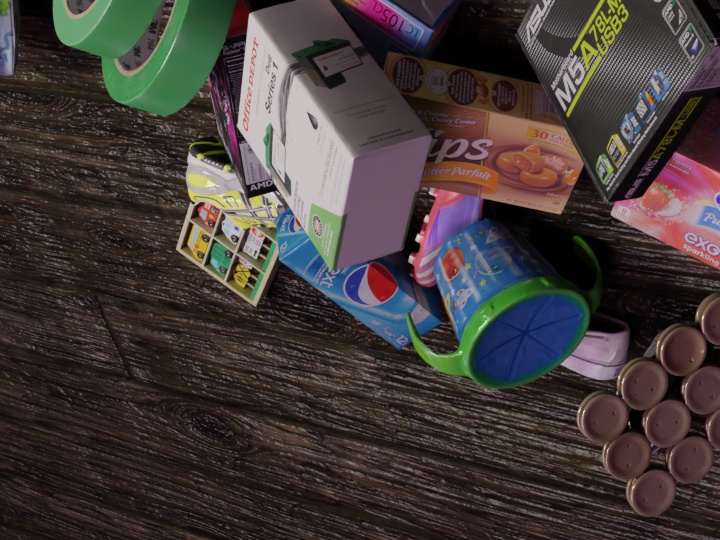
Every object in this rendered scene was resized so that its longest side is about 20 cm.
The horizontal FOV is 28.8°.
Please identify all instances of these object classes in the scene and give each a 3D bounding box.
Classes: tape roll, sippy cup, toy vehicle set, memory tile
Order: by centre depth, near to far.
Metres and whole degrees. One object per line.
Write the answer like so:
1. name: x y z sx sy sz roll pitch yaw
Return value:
1. tape roll: -0.234 -0.306 1.345 0.048 0.202 0.200 14 155 -33
2. tape roll: -0.185 -0.253 1.351 0.048 0.202 0.200 15 154 -32
3. memory tile: 0.313 0.129 1.351 0.154 0.200 0.017 53 177 -22
4. sippy cup: 0.139 0.024 1.381 0.140 0.177 0.131 -63 39 35
5. toy vehicle set: -0.143 -0.053 1.652 0.124 0.027 0.200 34 142 6

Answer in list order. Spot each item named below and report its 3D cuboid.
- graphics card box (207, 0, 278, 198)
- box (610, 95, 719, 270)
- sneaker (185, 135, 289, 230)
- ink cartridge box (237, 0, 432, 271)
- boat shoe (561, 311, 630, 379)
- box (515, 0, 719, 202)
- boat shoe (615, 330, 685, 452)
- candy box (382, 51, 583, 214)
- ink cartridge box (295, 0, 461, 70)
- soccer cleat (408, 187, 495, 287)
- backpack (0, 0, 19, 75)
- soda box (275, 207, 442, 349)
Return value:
1. graphics card box: -0.124 -0.190 1.432 0.126 0.051 0.201 -118 14 -46
2. box: 0.332 -0.063 1.201 0.199 0.095 0.103 29 139 13
3. sneaker: -0.099 -0.078 1.537 0.199 0.075 0.077 26 125 11
4. ink cartridge box: -0.029 -0.125 1.250 0.200 0.084 0.147 55 150 32
5. boat shoe: 0.188 0.044 1.457 0.199 0.074 0.066 20 123 18
6. box: 0.213 -0.190 1.130 0.194 0.047 0.200 66 151 26
7. boat shoe: 0.290 0.152 1.450 0.074 0.093 0.201 26 140 16
8. candy box: 0.108 -0.125 1.294 0.199 0.056 0.116 12 141 -4
9. ink cartridge box: -0.001 -0.216 1.339 0.136 0.076 0.200 35 143 5
10. soccer cleat: 0.100 -0.044 1.439 0.076 0.067 0.201 19 139 6
11. backpack: -0.453 -0.304 1.542 0.184 0.146 0.201 100 153 -46
12. soda box: 0.000 0.000 1.486 0.064 0.068 0.200 -34 130 24
